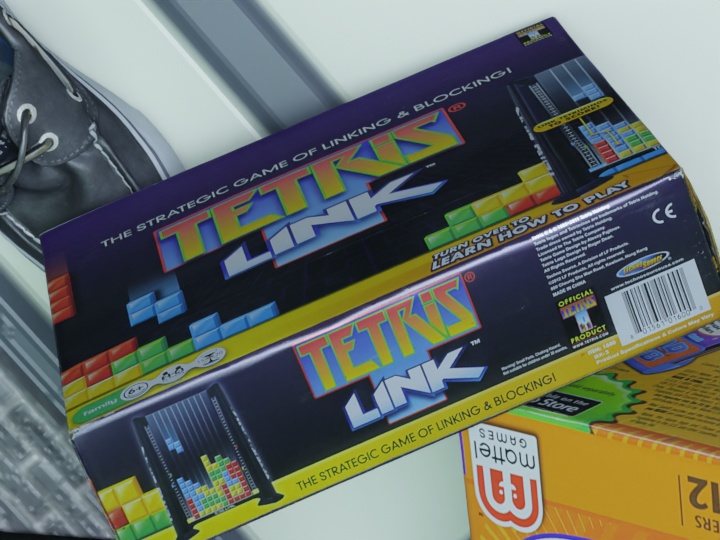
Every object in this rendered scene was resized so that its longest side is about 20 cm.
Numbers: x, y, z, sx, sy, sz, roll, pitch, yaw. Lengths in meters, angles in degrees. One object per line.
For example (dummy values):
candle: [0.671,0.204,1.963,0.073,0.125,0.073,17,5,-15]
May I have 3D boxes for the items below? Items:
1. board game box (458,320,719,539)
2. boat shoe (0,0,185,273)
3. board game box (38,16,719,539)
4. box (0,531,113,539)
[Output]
board game box: [0.178,0.118,0.823,0.200,0.199,0.201,11,115,47]
boat shoe: [-0.131,-0.060,0.916,0.070,0.066,0.200,-33,101,16]
board game box: [0.000,0.000,0.843,0.199,0.165,0.057,-23,115,-1]
box: [-0.146,0.185,0.967,0.199,0.124,0.149,3,108,7]
